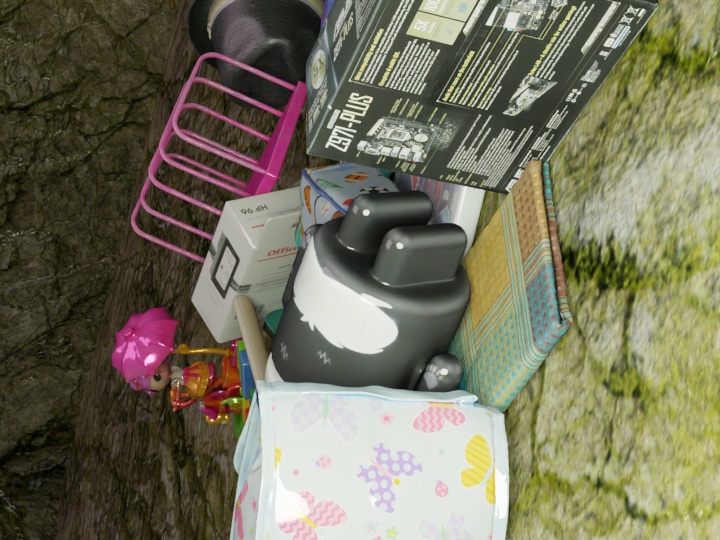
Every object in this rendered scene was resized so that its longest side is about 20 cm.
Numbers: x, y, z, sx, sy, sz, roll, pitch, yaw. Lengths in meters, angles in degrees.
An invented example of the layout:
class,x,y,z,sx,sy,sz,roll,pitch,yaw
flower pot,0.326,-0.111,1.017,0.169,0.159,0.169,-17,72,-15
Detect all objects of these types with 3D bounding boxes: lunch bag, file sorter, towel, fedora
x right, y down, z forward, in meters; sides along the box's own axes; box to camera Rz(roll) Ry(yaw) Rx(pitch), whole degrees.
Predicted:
class,x,y,z,sx,sy,sz,roll,pitch,yaw
lunch bag,0.000,0.000,1.140,0.200,0.075,0.160,-127,32,-65
file sorter,-0.158,-0.117,1.468,0.200,0.125,0.139,123,166,-51
towel,0.092,0.038,0.943,0.200,0.022,0.147,121,154,-48
fedora,-0.102,-0.242,1.491,0.201,0.200,0.092,127,147,-57
lunch bag,0.002,0.173,0.881,0.127,0.169,0.200,-150,64,-74

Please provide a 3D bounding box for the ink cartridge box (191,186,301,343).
class,x,y,z,sx,sy,sz,roll,pitch,yaw
ink cartridge box,-0.091,-0.021,1.402,0.068,0.116,0.200,56,142,26

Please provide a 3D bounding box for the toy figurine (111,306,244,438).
class,x,y,z,sx,sy,sz,roll,pitch,yaw
toy figurine,-0.209,0.114,1.629,0.150,0.184,0.200,-96,22,-44

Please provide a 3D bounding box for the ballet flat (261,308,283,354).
class,x,y,z,sx,sy,sz,roll,pitch,yaw
ballet flat,-0.058,0.096,1.355,0.200,0.071,0.071,-130,52,-69

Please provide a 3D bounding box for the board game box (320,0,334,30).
class,x,y,z,sx,sy,sz,roll,pitch,yaw
board game box,-0.002,-0.284,1.281,0.135,0.045,0.200,-88,9,-50

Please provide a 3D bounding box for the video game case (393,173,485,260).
class,x,y,z,sx,sy,sz,roll,pitch,yaw
video game case,0.072,-0.114,1.098,0.182,0.023,0.200,-137,59,-71

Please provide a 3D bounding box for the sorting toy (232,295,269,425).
class,x,y,z,sx,sy,sz,roll,pitch,yaw
sorting toy,-0.096,0.151,1.336,0.185,0.036,0.200,-115,15,-57

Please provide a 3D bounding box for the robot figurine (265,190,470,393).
class,x,y,z,sx,sy,sz,roll,pitch,yaw
robot figurine,0.006,0.040,0.977,0.150,0.125,0.200,-86,15,-60

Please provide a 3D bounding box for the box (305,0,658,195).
class,x,y,z,sx,sy,sz,roll,pitch,yaw
box,0.069,-0.151,0.876,0.200,0.164,0.086,120,154,-51

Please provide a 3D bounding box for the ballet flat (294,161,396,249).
class,x,y,z,sx,sy,sz,roll,pitch,yaw
ballet flat,0.002,-0.087,1.272,0.200,0.068,0.075,-55,7,45

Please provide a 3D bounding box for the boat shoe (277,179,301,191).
class,x,y,z,sx,sy,sz,roll,pitch,yaw
boat shoe,-0.083,-0.060,1.508,0.200,0.068,0.072,142,136,-67
